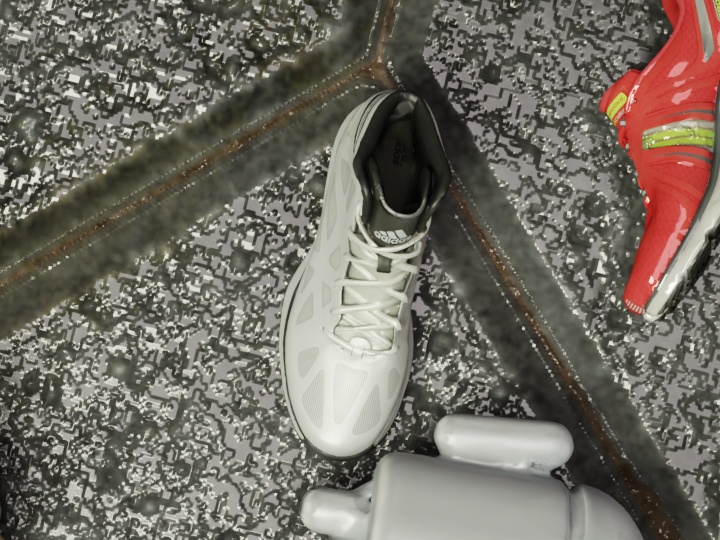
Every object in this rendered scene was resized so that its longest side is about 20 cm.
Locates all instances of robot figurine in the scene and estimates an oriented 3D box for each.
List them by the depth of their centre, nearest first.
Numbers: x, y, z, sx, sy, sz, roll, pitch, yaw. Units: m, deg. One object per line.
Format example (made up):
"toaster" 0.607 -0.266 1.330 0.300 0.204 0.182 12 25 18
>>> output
"robot figurine" 0.063 0.158 0.928 0.199 0.113 0.170 11 87 -1

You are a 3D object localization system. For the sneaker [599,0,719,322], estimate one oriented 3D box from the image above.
"sneaker" 0.168 -0.069 0.979 0.085 0.077 0.200 16 78 10

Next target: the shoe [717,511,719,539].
"shoe" 0.222 0.184 0.949 0.070 0.053 0.201 -6 88 42

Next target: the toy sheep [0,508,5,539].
"toy sheep" -0.241 0.143 0.909 0.138 0.138 0.200 32 91 0

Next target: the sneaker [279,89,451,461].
"sneaker" 0.000 0.000 0.937 0.075 0.115 0.201 9 86 -2
